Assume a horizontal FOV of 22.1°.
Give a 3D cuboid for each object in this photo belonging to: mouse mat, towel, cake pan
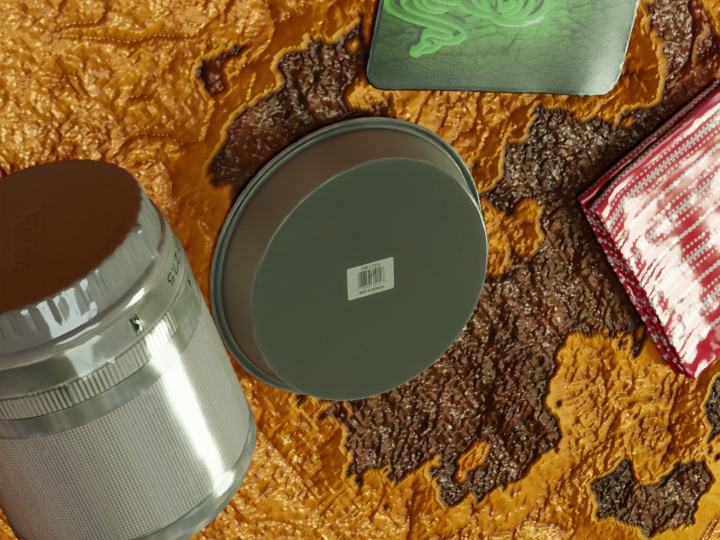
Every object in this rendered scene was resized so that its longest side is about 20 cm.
[{"bbox_3d":[0.102,-0.189,1.175,0.199,0.008,0.162,-1,116,-28],"label":"mouse mat"},{"bbox_3d":[0.250,-0.026,1.336,0.144,0.022,0.200,-40,127,-6],"label":"towel"},{"bbox_3d":[0.000,0.000,1.199,0.199,0.037,0.201,-13,121,-23],"label":"cake pan"}]

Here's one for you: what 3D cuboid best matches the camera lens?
[{"bbox_3d":[-0.159,0.058,1.063,0.159,0.160,0.201,-29,126,-13],"label":"camera lens"}]
